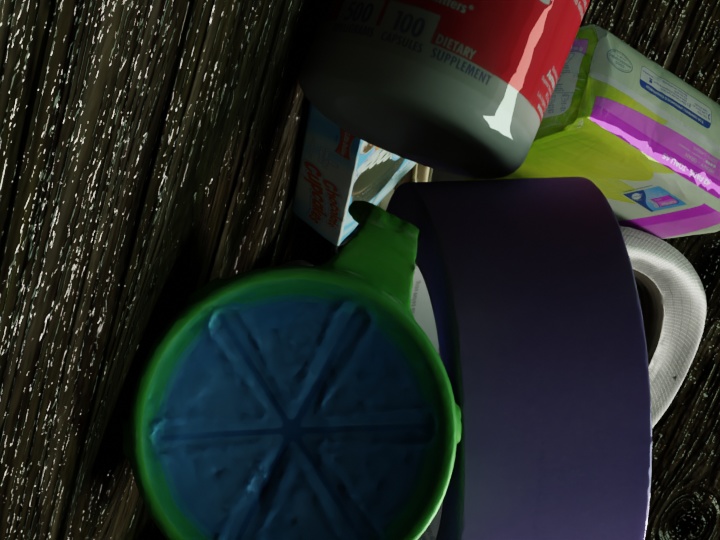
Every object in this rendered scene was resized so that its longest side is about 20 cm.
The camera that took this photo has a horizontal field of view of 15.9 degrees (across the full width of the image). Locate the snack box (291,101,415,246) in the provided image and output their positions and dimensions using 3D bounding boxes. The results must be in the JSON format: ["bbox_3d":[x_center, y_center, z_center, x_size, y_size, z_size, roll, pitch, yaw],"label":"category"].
[{"bbox_3d":[0.043,-0.114,1.330,0.200,0.037,0.116,-47,166,-25],"label":"snack box"}]

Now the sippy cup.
[{"bbox_3d":[-0.033,0.064,1.105,0.177,0.140,0.130,-27,-176,-4],"label":"sippy cup"}]

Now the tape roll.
[{"bbox_3d":[0.063,0.059,1.165,0.200,0.085,0.201,177,-90,-79],"label":"tape roll"}]

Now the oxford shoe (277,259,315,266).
[{"bbox_3d":[-0.033,0.057,1.274,0.200,0.084,0.073,-63,171,-63],"label":"oxford shoe"}]

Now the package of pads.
[{"bbox_3d":[0.115,-0.072,1.507,0.200,0.154,0.068,-8,-120,52],"label":"package of pads"}]

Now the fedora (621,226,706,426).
[{"bbox_3d":[0.101,0.036,1.536,0.199,0.090,0.177,-2,121,-40],"label":"fedora"}]

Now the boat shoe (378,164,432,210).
[{"bbox_3d":[0.044,-0.125,1.445,0.071,0.064,0.201,-36,148,-81],"label":"boat shoe"}]

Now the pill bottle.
[{"bbox_3d":[0.057,-0.153,1.178,0.112,0.112,0.201,90,22,-78],"label":"pill bottle"}]

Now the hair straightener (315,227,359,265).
[{"bbox_3d":[0.000,0.000,1.417,0.077,0.041,0.200,-31,180,-22],"label":"hair straightener"}]
